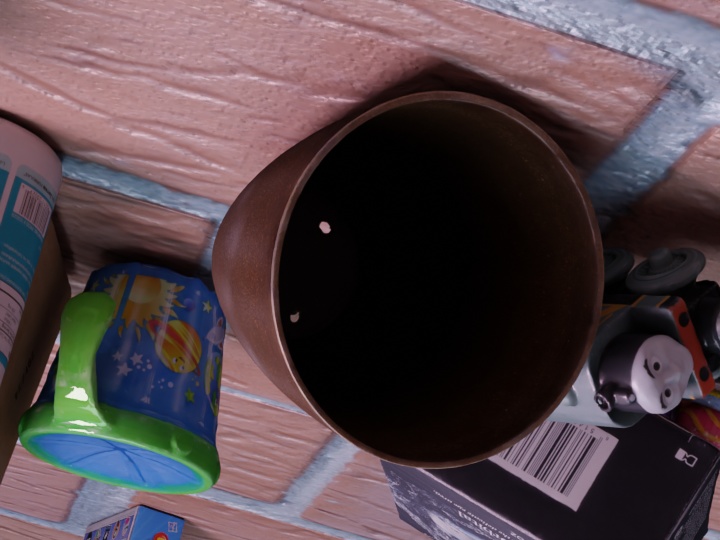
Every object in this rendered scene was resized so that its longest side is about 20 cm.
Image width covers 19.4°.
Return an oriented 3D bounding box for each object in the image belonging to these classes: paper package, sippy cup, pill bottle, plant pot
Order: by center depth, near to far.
[{"bbox_3d":[0.000,0.000,1.131,0.186,0.188,0.200,23,173,-24],"label":"plant pot"},{"bbox_3d":[-0.255,0.010,1.259,0.110,0.201,0.111,13,161,5],"label":"pill bottle"},{"bbox_3d":[-0.277,0.057,1.402,0.103,0.201,0.191,17,160,4],"label":"paper package"},{"bbox_3d":[-0.152,0.070,1.439,0.139,0.131,0.178,17,160,-15],"label":"sippy cup"}]

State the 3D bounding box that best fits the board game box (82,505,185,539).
[{"bbox_3d":[-0.269,0.365,2.271,0.056,0.197,0.200,20,160,-18],"label":"board game box"}]

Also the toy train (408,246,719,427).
[{"bbox_3d":[0.120,0.041,1.174,0.200,0.114,0.085,3,123,50],"label":"toy train"}]

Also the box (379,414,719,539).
[{"bbox_3d":[0.127,0.146,1.418,0.196,0.118,0.200,30,165,16],"label":"box"}]

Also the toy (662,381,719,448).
[{"bbox_3d":[0.235,0.109,1.426,0.199,0.047,0.115,11,159,9],"label":"toy"}]
